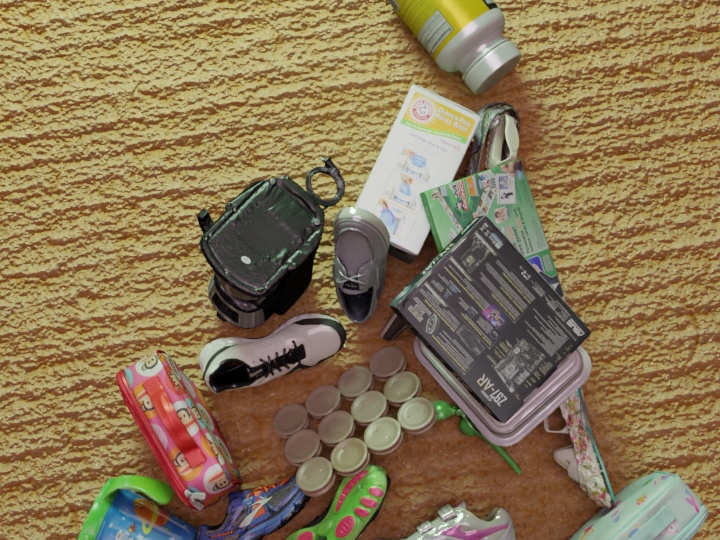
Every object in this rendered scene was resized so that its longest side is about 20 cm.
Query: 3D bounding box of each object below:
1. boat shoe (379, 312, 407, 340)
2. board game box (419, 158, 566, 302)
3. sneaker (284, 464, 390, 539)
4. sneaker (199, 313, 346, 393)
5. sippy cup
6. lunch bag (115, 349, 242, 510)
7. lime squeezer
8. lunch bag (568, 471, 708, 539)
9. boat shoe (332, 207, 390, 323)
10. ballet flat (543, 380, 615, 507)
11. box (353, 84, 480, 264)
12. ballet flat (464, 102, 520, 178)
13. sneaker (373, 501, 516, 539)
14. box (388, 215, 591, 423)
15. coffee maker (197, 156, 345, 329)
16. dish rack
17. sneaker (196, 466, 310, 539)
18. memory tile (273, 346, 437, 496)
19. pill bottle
[{"bbox_3d":[0.105,0.025,1.388,0.057,0.067,0.200,40,98,3],"label":"boat shoe"},{"bbox_3d":[0.169,-0.024,1.334,0.133,0.029,0.202,-19,93,-8],"label":"board game box"},{"bbox_3d":[-0.027,0.331,1.357,0.200,0.084,0.077,-47,70,12],"label":"sneaker"},{"bbox_3d":[-0.112,0.116,1.374,0.198,0.080,0.074,-17,111,0],"label":"sneaker"},{"bbox_3d":[-0.278,0.346,1.323,0.129,0.178,0.141,22,61,0],"label":"sippy cup"},{"bbox_3d":[-0.224,0.198,1.320,0.082,0.176,0.201,-30,80,-8],"label":"lunch bag"},{"bbox_3d":[0.124,0.212,1.392,0.198,0.038,0.071,14,83,1],"label":"lime squeezer"},{"bbox_3d":[0.331,0.338,1.315,0.200,0.160,0.077,-41,84,-6],"label":"lunch bag"},{"bbox_3d":[-0.001,0.000,1.334,0.069,0.201,0.072,8,58,10],"label":"boat shoe"},{"bbox_3d":[0.275,0.214,1.380,0.063,0.076,0.202,-16,74,7],"label":"ballet flat"},{"bbox_3d":[0.068,-0.124,1.396,0.101,0.113,0.201,25,85,1],"label":"box"},{"bbox_3d":[0.177,-0.131,1.414,0.071,0.072,0.202,9,82,1],"label":"ballet flat"},{"bbox_3d":[0.109,0.342,1.359,0.198,0.081,0.089,0,81,-9],"label":"sneaker"},{"bbox_3d":[0.159,0.059,1.295,0.160,0.044,0.200,-45,96,-7],"label":"box"},{"bbox_3d":[-0.106,-0.025,1.336,0.191,0.200,0.136,-23,79,-12],"label":"coffee maker"},{"bbox_3d":[0.179,0.105,1.372,0.171,0.044,0.200,-40,64,-4],"label":"dish rack"},{"bbox_3d":[-0.133,0.306,1.362,0.200,0.075,0.079,-41,81,-7],"label":"sneaker"},{"bbox_3d":[-0.009,0.192,1.360,0.199,0.017,0.154,-30,43,-3],"label":"memory tile"},{"bbox_3d":[0.125,-0.340,1.426,0.111,0.111,0.201,-37,85,-5],"label":"pill bottle"}]
